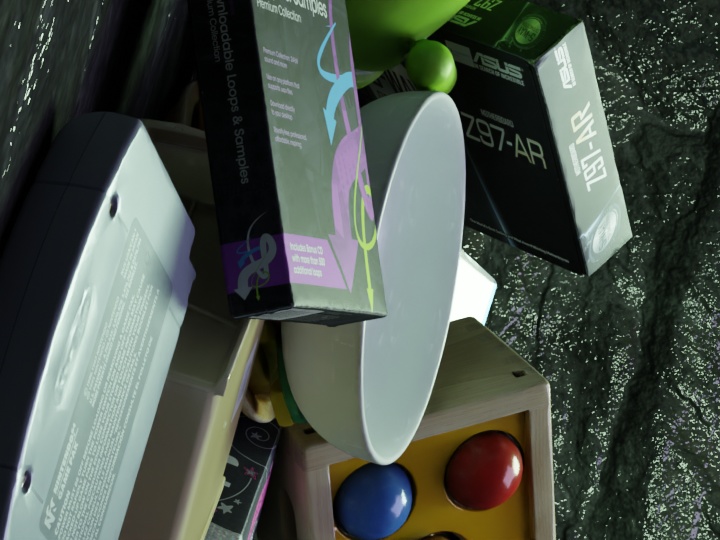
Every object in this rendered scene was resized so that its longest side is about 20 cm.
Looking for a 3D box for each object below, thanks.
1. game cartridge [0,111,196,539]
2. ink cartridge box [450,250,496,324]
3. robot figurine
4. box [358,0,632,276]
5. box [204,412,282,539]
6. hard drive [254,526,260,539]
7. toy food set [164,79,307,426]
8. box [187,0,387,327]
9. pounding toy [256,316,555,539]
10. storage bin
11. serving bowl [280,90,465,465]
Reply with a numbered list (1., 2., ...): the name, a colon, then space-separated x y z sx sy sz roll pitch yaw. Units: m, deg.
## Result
1. game cartridge: -0.117 0.045 1.015 0.134 0.040 0.201 76 26 -62
2. ink cartridge box: -0.039 0.033 1.646 0.125 0.199 0.129 37 65 -44
3. robot figurine: 0.005 -0.176 1.385 0.200 0.176 0.116 -38 177 34
4. box: 0.060 -0.097 1.499 0.043 0.199 0.161 -41 134 -26
5. box: -0.124 0.169 1.385 0.200 0.114 0.133 -72 179 -57
6. hard drive: -0.050 0.187 1.596 0.200 0.033 0.140 45 65 -52
7. toy food set: -0.063 -0.012 1.416 0.200 0.048 0.199 -84 161 -63
8. box: -0.035 -0.077 1.173 0.143 0.036 0.201 7 73 -72
9. pounding toy: 0.047 0.156 1.506 0.142 0.183 0.201 -137 -142 -57
10. storage bin: -0.106 0.061 1.230 0.199 0.093 0.201 -72 178 -56
11. serving bowl: 0.000 0.000 1.357 0.200 0.065 0.202 9 90 -76
